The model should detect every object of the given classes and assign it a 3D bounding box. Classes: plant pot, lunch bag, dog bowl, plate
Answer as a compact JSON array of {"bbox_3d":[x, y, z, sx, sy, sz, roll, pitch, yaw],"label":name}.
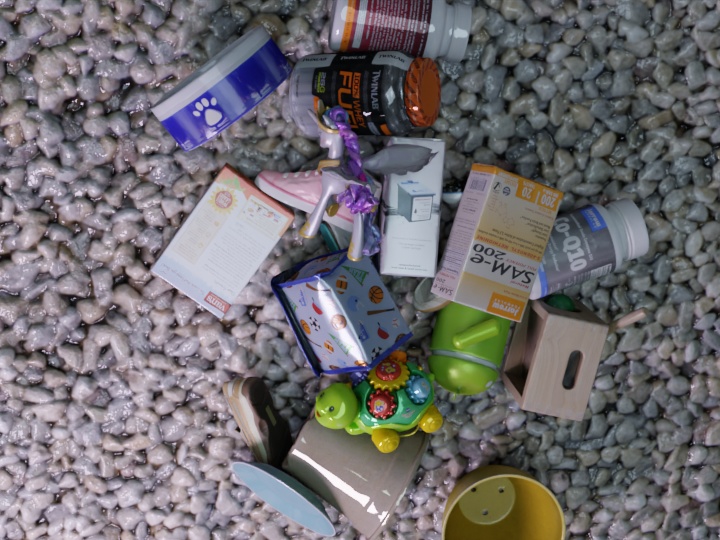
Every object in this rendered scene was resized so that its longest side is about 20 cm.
[{"bbox_3d":[-0.017,0.298,1.672,0.183,0.200,0.201,29,99,1],"label":"plant pot"},{"bbox_3d":[-0.047,0.067,1.605,0.124,0.200,0.171,-33,102,-32],"label":"lunch bag"},{"bbox_3d":[0.221,0.399,1.728,0.199,0.142,0.201,-1,103,-4],"label":"plant pot"},{"bbox_3d":[-0.198,-0.261,1.508,0.200,0.200,0.079,-37,106,4],"label":"dog bowl"},{"bbox_3d":[-0.117,0.355,1.675,0.200,0.200,0.026,41,66,-12],"label":"plate"}]

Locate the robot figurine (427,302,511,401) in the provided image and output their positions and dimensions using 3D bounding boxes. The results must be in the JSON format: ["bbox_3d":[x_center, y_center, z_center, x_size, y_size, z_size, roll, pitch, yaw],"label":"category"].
[{"bbox_3d":[0.171,0.104,1.652,0.115,0.176,0.201,14,78,6],"label":"robot figurine"}]

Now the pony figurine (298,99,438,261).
[{"bbox_3d":[-0.009,-0.122,1.463,0.166,0.193,0.201,-22,126,-41],"label":"pony figurine"}]

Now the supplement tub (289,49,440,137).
[{"bbox_3d":[0.008,-0.255,1.524,0.199,0.122,0.123,2,105,25],"label":"supplement tub"}]

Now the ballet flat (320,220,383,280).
[{"bbox_3d":[0.000,0.000,1.661,0.069,0.069,0.201,-21,103,0],"label":"ballet flat"}]

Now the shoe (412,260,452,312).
[{"bbox_3d":[0.150,-0.013,1.609,0.200,0.070,0.053,-41,132,15],"label":"shoe"}]

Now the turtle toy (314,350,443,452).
[{"bbox_3d":[0.025,0.191,1.589,0.199,0.146,0.101,-21,132,-18],"label":"turtle toy"}]

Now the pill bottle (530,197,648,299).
[{"bbox_3d":[0.340,-0.038,1.651,0.199,0.114,0.114,-20,104,-4],"label":"pill bottle"}]

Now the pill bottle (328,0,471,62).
[{"bbox_3d":[0.057,-0.365,1.553,0.199,0.113,0.114,8,102,-7],"label":"pill bottle"}]

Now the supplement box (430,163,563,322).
[{"bbox_3d":[0.198,-0.040,1.522,0.125,0.073,0.201,17,92,-25],"label":"supplement box"}]

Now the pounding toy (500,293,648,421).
[{"bbox_3d":[0.329,0.118,1.652,0.141,0.184,0.201,12,101,-8],"label":"pounding toy"}]

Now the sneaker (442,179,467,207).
[{"bbox_3d":[0.197,-0.098,1.608,0.199,0.072,0.073,5,97,-44],"label":"sneaker"}]

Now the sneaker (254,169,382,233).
[{"bbox_3d":[-0.057,-0.135,1.594,0.199,0.075,0.105,25,102,15],"label":"sneaker"}]

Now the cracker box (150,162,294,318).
[{"bbox_3d":[-0.212,-0.046,1.629,0.134,0.058,0.200,36,96,-11],"label":"cracker box"}]

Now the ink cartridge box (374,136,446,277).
[{"bbox_3d":[0.073,-0.092,1.580,0.085,0.146,0.201,3,90,-4],"label":"ink cartridge box"}]

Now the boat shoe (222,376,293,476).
[{"bbox_3d":[-0.167,0.256,1.704,0.076,0.072,0.201,-3,116,30],"label":"boat shoe"}]
